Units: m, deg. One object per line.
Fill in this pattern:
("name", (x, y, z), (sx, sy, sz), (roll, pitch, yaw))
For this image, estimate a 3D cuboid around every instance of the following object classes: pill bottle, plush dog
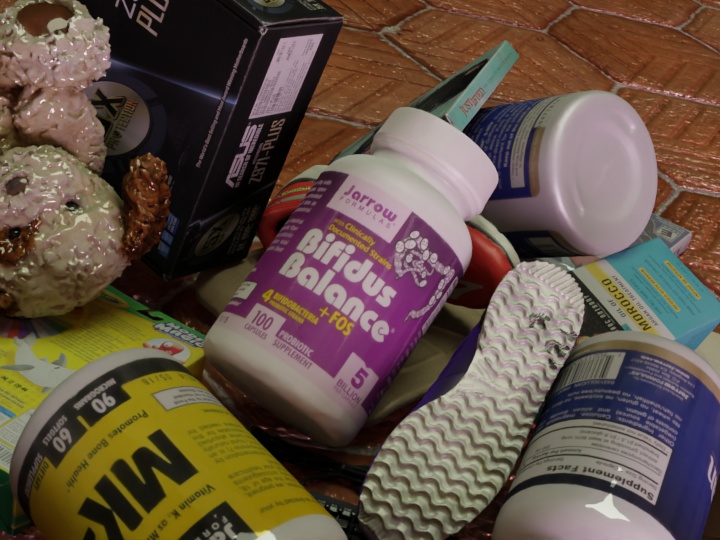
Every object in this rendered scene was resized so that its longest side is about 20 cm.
("pill bottle", (0.000, 0.000, 0.857), (0.112, 0.112, 0.200), (28, 75, 22))
("pill bottle", (-0.077, 0.140, 0.685), (0.114, 0.115, 0.200), (-17, 46, -43))
("plush dog", (-0.215, -0.045, 0.859), (0.199, 0.161, 0.172), (-29, 64, -12))
("pill bottle", (0.116, -0.068, 1.056), (0.119, 0.120, 0.200), (-12, 7, -39))
("pill bottle", (0.139, 0.138, 0.779), (0.111, 0.111, 0.200), (21, 46, 11))

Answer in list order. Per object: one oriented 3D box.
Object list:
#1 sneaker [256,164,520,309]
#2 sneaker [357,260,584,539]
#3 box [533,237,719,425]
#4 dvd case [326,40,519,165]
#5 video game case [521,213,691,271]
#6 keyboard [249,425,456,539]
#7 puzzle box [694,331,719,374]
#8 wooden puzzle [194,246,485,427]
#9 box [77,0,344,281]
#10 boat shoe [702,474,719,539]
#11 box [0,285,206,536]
("sneaker", (0.015, -0.008, 0.955), (0.199, 0.077, 0.085), (17, 37, 27))
("sneaker", (0.067, 0.094, 0.832), (0.069, 0.100, 0.200), (35, 68, 8))
("box", (0.172, 0.039, 0.972), (0.200, 0.049, 0.082), (-18, 61, -44))
("dvd case", (0.024, -0.097, 1.069), (0.022, 0.200, 0.146), (50, 39, -10))
("video game case", (0.171, -0.044, 1.212), (0.200, 0.023, 0.182), (29, 33, 23))
("keyboard", (-0.039, 0.137, 0.809), (0.199, 0.021, 0.127), (18, 30, 2))
("puzzle box", (0.231, 0.094, 1.004), (0.133, 0.026, 0.200), (23, 31, 12))
("wooden puzzle", (0.009, 0.034, 0.987), (0.185, 0.046, 0.200), (35, 39, 31))
("box", (-0.126, -0.124, 0.929), (0.164, 0.201, 0.086), (39, 32, 23))
("boat shoe", (0.232, 0.174, 0.840), (0.064, 0.071, 0.200), (39, 5, -36))
("box", (-0.183, 0.070, 0.829), (0.117, 0.049, 0.200), (26, 33, 21))
